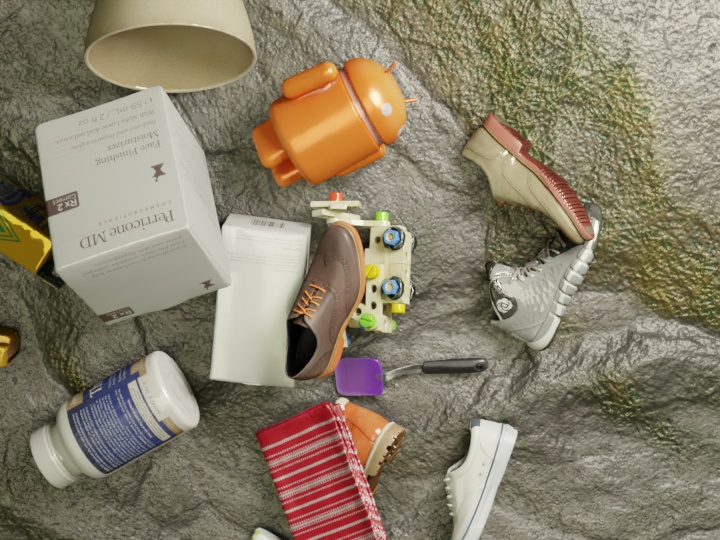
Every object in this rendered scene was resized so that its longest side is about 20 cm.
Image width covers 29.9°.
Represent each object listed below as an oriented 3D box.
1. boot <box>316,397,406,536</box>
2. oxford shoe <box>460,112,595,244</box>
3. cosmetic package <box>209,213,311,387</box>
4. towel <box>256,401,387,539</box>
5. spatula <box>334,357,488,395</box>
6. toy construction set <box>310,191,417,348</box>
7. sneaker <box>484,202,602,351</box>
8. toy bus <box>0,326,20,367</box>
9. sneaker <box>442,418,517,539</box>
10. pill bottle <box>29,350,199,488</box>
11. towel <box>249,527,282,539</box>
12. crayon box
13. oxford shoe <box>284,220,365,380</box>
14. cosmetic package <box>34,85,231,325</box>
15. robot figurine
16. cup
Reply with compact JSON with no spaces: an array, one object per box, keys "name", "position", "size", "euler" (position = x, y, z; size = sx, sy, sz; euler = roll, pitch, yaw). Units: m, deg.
[{"name":"boot","position":[-0.027,0.262,1.755],"size":[0.107,0.075,0.201],"euler":[30,108,15]},{"name":"oxford shoe","position":[0.205,-0.098,1.647],"size":[0.075,0.070,0.200],"euler":[-45,71,17]},{"name":"cosmetic package","position":[-0.124,0.039,1.695],"size":[0.112,0.081,0.202],"euler":[7,104,0]},{"name":"towel","position":[-0.052,0.278,1.721],"size":[0.144,0.022,0.201],"euler":[-24,83,35]},{"name":"spatula","position":[0.066,0.129,1.738],"size":[0.198,0.021,0.057],"euler":[-7,115,1]},{"name":"toy construction set","position":[0.000,0.000,1.684],"size":[0.130,0.092,0.202],"euler":[-2,96,28]},{"name":"sneaker","position":[0.217,-0.006,1.680],"size":[0.115,0.075,0.201],"euler":[22,103,-1]},{"name":"toy bus","position":[-0.539,0.075,1.722],"size":[0.198,0.065,0.079],"euler":[6,101,1]},{"name":"sneaker","position":[0.140,0.286,1.754],"size":[0.070,0.073,0.201],"euler":[20,93,6]},{"name":"pill bottle","position":[-0.315,0.195,1.718],"size":[0.199,0.111,0.111],"euler":[-29,100,7]},{"name":"towel","position":[-0.111,0.466,1.806],"size":[0.170,0.048,0.201],"euler":[29,101,-6]},{"name":"crayon box","position":[-0.429,-0.064,1.656],"size":[0.199,0.126,0.052],"euler":[34,101,-6]},{"name":"oxford shoe","position":[-0.046,0.040,1.618],"size":[0.071,0.072,0.202],"euler":[17,104,27]},{"name":"cosmetic package","position":[-0.267,-0.074,1.588],"size":[0.164,0.165,0.201],"euler":[-18,62,5]},{"name":"robot figurine","position":[-0.031,-0.181,1.624],"size":[0.199,0.117,0.144],"euler":[-28,100,7]},{"name":"cup","position":[-0.223,-0.311,1.580],"size":[0.199,0.200,0.144],"euler":[-4,75,2]}]
